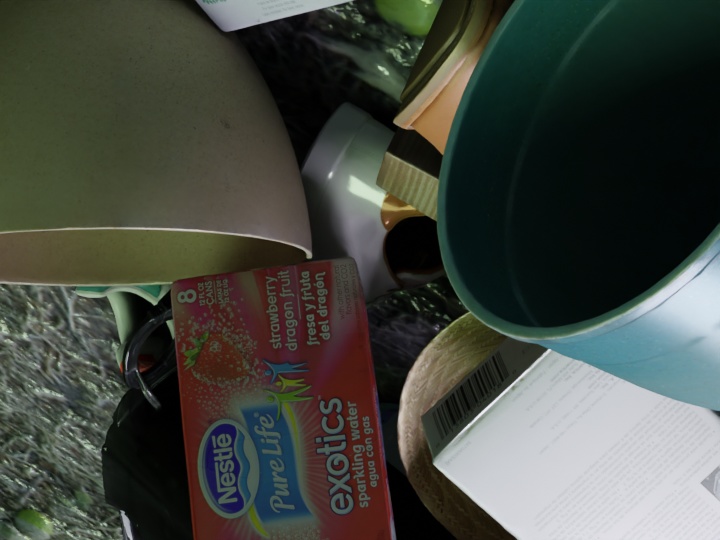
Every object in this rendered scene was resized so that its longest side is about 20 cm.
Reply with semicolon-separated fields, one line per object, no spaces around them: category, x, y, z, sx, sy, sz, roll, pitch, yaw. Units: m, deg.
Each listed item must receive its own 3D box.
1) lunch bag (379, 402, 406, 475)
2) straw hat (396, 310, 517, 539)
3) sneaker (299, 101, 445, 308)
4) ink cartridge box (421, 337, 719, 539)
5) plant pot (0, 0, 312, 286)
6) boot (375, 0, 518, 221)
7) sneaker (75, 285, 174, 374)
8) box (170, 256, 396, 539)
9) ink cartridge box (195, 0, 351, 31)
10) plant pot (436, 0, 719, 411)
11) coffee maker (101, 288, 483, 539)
lunch bag;0.041;0.153;1.539;0.200;0.077;0.160;-1;139;43
straw hat;0.123;0.062;1.298;0.200;0.085;0.201;6;127;8
sneaker;0.000;0.000;1.337;0.085;0.073;0.200;29;150;7
ink cartridge box;0.135;0.105;1.223;0.200;0.109;0.050;43;-169;-20
plant pot;-0.124;-0.071;1.245;0.200;0.135;0.200;-2;173;0
boot;0.095;-0.057;1.166;0.154;0.074;0.200;23;162;3
sneaker;-0.096;0.039;1.465;0.070;0.094;0.200;4;142;38
box;-0.034;0.105;1.259;0.095;0.201;0.100;-7;161;0
ink cartridge box;-0.051;-0.196;1.107;0.196;0.043;0.200;-6;133;48
plant pot;0.165;-0.028;1.040;0.188;0.201;0.200;29;155;-33
coffee maker;-0.039;0.138;1.374;0.200;0.135;0.192;38;173;31
